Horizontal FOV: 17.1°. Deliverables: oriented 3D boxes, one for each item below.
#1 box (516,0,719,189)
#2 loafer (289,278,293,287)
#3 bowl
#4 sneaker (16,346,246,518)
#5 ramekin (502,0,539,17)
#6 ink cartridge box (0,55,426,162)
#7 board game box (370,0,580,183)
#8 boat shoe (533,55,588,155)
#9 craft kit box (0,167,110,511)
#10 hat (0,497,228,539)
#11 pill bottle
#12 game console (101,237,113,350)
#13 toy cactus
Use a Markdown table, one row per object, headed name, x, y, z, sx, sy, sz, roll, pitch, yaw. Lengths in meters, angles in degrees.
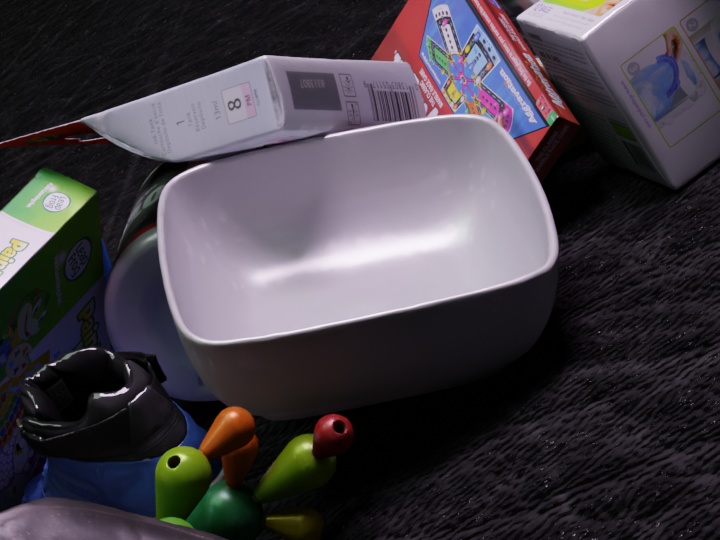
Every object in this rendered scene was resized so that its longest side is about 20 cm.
| name | x | y | z | sx | sy | sz | roll | pitch | yaw |
| --- | --- | --- | --- | --- | --- | --- | --- | --- | --- |
| box | 0.204 | -0.150 | 1.308 | 0.199 | 0.102 | 0.112 | -36 | 18 | -5 |
| loafer | 0.000 | 0.000 | 1.380 | 0.200 | 0.071 | 0.063 | -64 | -4 | -53 |
| bowl | 0.000 | 0.003 | 1.230 | 0.198 | 0.075 | 0.200 | -13 | 31 | -2 |
| sneaker | -0.150 | 0.093 | 1.309 | 0.077 | 0.112 | 0.199 | -43 | 19 | -27 |
| ramekin | 0.158 | -0.221 | 1.445 | 0.202 | 0.203 | 0.094 | -38 | 7 | -11 |
| ink cartridge box | -0.085 | -0.077 | 1.379 | 0.199 | 0.058 | 0.162 | -19 | -6 | 30 |
| board game box | 0.059 | -0.099 | 1.392 | 0.103 | 0.019 | 0.200 | -57 | 33 | 23 |
| boat shoe | 0.085 | -0.102 | 1.461 | 0.199 | 0.072 | 0.065 | -20 | 26 | 54 |
| craft kit box | -0.215 | 0.077 | 1.365 | 0.048 | 0.201 | 0.198 | 21 | 48 | 19 |
| hat | -0.095 | 0.177 | 0.987 | 0.199 | 0.082 | 0.201 | 8 | 26 | -4 |
| pill bottle | -0.091 | -0.010 | 1.468 | 0.113 | 0.114 | 0.200 | -31 | 18 | 13 |
| game console | -0.244 | 0.083 | 1.517 | 0.118 | 0.172 | 0.200 | 12 | 43 | 31 |
| toy cactus | -0.092 | 0.147 | 1.137 | 0.200 | 0.102 | 0.165 | -45 | 1 | -23 |
